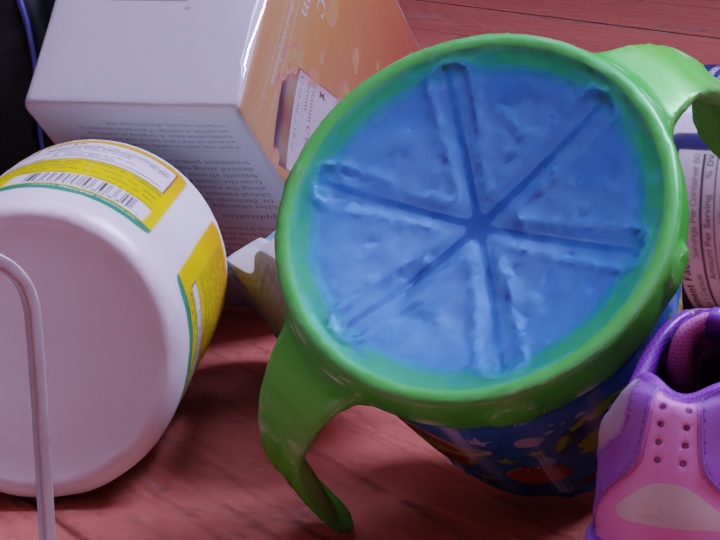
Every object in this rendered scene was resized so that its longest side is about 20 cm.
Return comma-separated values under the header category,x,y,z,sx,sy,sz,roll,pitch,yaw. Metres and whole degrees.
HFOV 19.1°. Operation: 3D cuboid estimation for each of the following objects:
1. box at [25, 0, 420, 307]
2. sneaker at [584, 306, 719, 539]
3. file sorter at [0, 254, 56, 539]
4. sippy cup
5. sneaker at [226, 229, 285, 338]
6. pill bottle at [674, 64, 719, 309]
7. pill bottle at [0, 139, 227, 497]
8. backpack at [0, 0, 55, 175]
category,x,y,z,sx,sy,sz,roll,pitch,yaw
box,-0.056,-0.091,1.016,0.105,0.153,0.200,3,-25,20
sneaker,0.121,0.051,0.676,0.080,0.089,0.200,2,11,22
file sorter,-0.192,0.044,0.667,0.138,0.126,0.200,-9,14,-30
sippy cup,0.054,0.011,0.728,0.176,0.141,0.130,-11,-30,14
sneaker,0.000,0.000,0.867,0.082,0.074,0.200,-35,5,-9
pill bottle,0.188,-0.036,1.007,0.199,0.121,0.119,5,14,29
pill bottle,-0.112,0.009,0.849,0.112,0.114,0.200,-1,12,3
backpack,-0.210,-0.060,1.044,0.189,0.202,0.154,-7,0,19
